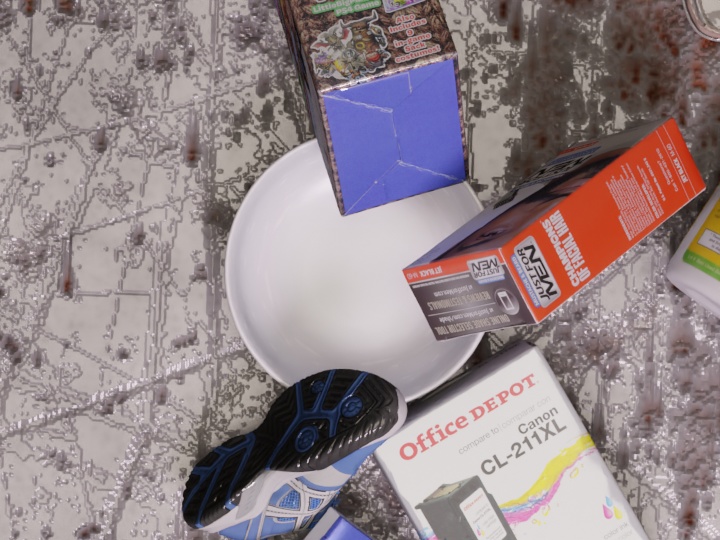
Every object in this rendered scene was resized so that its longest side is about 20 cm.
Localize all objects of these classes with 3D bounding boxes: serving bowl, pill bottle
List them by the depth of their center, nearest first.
[{"bbox_3d":[0.318,-0.052,1.738,0.111,0.111,0.201,33,89,-2],"label":"pill bottle"},{"bbox_3d":[0.000,0.000,1.748,0.198,0.066,0.202,0,90,-2],"label":"serving bowl"}]

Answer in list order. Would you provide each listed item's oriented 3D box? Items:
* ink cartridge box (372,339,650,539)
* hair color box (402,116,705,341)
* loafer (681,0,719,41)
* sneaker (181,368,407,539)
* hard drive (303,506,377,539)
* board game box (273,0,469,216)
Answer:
[{"bbox_3d":[0.112,0.172,1.745,0.145,0.083,0.201,-31,92,-1],"label":"ink cartridge box"},{"bbox_3d":[0.137,-0.030,1.683,0.200,0.111,0.064,-38,105,-36],"label":"hair color box"},{"bbox_3d":[0.275,-0.271,1.759,0.071,0.063,0.202,8,90,-2],"label":"loafer"},{"bbox_3d":[-0.037,0.135,1.714,0.199,0.076,0.077,-32,133,33],"label":"sneaker"},{"bbox_3d":[-0.040,0.282,1.733,0.200,0.025,0.132,-52,130,-1],"label":"hard drive"},{"bbox_3d":[-0.001,-0.170,1.662,0.096,0.160,0.201,-16,61,-3],"label":"board game box"}]
